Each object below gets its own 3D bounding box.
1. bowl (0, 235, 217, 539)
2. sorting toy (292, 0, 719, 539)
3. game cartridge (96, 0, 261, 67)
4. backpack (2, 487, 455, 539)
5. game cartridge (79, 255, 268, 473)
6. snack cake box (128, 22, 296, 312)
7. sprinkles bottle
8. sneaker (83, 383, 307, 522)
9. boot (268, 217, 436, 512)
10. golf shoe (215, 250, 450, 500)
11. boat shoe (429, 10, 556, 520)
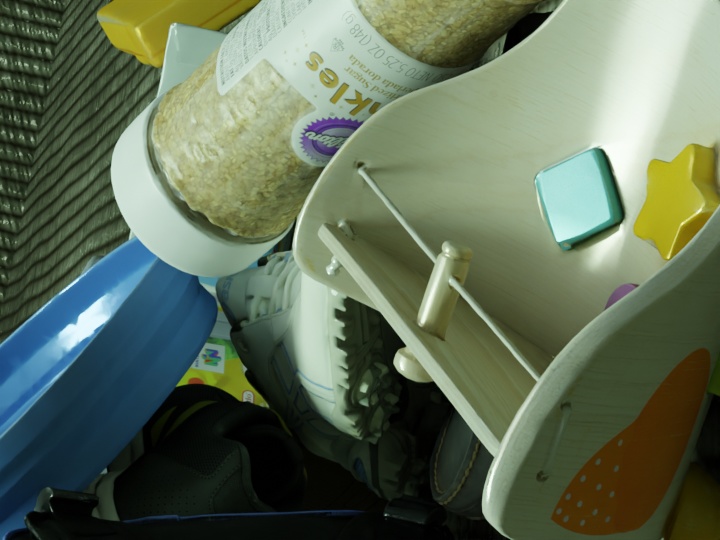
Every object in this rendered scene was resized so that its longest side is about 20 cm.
[{"bbox_3d":[-0.134,0.065,1.099,0.200,0.039,0.201,-42,11,10],"label":"bowl"},{"bbox_3d":[0.084,-0.029,0.838,0.181,0.106,0.200,-64,25,13],"label":"sorting toy"},{"bbox_3d":[-0.047,-0.163,1.454,0.176,0.033,0.200,-33,13,-4],"label":"game cartridge"},{"bbox_3d":[-0.036,0.186,0.967,0.200,0.182,0.148,-117,34,-58],"label":"backpack"},{"bbox_3d":[-0.099,0.076,1.463,0.041,0.132,0.201,104,169,-46],"label":"game cartridge"},{"bbox_3d":[-0.063,-0.042,1.352,0.200,0.067,0.116,81,-158,-87],"label":"snack cake box"},{"bbox_3d":[-0.009,-0.072,0.974,0.200,0.068,0.069,-40,36,43],"label":"sprinkles bottle"},{"bbox_3d":[-0.055,0.086,1.123,0.200,0.084,0.075,-65,-49,-75],"label":"sneaker"},{"bbox_3d":[0.000,0.000,1.238,0.156,0.072,0.201,-95,12,-69],"label":"boot"},{"bbox_3d":[-0.018,0.023,1.077,0.079,0.097,0.200,-59,-16,-23],"label":"golf shoe"},{"bbox_3d":[0.052,-0.006,0.995,0.075,0.073,0.201,-103,28,-63],"label":"boat shoe"}]
